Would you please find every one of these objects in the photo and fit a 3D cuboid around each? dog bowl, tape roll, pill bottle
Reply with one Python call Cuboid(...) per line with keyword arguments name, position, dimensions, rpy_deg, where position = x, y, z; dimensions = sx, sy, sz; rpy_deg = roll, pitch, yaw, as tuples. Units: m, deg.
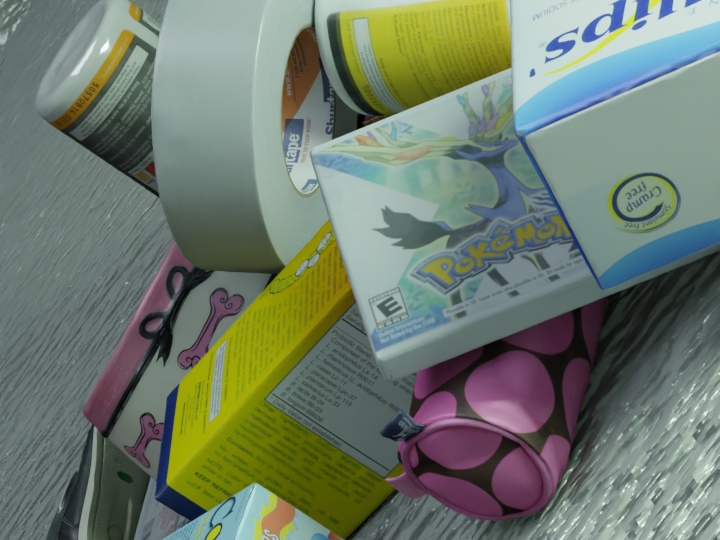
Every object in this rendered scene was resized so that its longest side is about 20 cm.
Cuboid(name="dog bowl", position=(-0.117, 0.039, 1.580), dimensions=(0.201, 0.074, 0.200), rpy_deg=(-62, 4, 8))
Cuboid(name="tape roll", position=(-0.061, -0.098, 1.437), dimensions=(0.066, 0.201, 0.201), rpy_deg=(3, 47, 16))
Cuboid(name="pill bottle", position=(-0.147, -0.117, 1.855), dimensions=(0.116, 0.200, 0.117), rpy_deg=(-46, 20, 23))
Cuboid(name="pill bottle", position=(0.081, -0.157, 1.418), dimensions=(0.199, 0.112, 0.112), rpy_deg=(-4, 48, 29))

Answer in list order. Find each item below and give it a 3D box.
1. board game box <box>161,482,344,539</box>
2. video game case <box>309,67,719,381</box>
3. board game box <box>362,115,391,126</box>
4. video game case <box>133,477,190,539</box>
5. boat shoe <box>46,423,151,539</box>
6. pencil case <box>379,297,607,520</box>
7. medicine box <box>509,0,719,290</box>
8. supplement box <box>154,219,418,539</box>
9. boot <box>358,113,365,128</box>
Cuboid(name="board game box", position=(-0.086, 0.215, 1.310), dimensions=(0.200, 0.103, 0.105), rpy_deg=(-34, 28, 48))
Cuboid(name="video game case", position=(0.083, -0.042, 1.235), dimensions=(0.199, 0.022, 0.183), rpy_deg=(-22, 41, 3))
Cuboid(name="board game box", position=(0.094, -0.166, 1.587), dimensions=(0.200, 0.046, 0.152), rpy_deg=(-15, 44, 63))
Cuboid(name="video game case", position=(-0.091, 0.122, 1.603), dimensions=(0.182, 0.023, 0.201), rpy_deg=(-43, 22, 33))
Cuboid(name="boat shoe", position=(-0.181, 0.146, 1.703), dimensions=(0.068, 0.072, 0.201), rpy_deg=(-33, 31, 39))
Cuboid(name="pencil case", position=(0.077, 0.032, 1.242), dimensions=(0.093, 0.091, 0.201), rpy_deg=(-28, 30, 44))
Cuboid(name="medicine box", position=(0.173, -0.112, 1.129), dimensions=(0.181, 0.103, 0.200), rpy_deg=(-23, 29, 17))
Cuboid(name="supplement box", position=(-0.017, 0.067, 1.379), dimensions=(0.200, 0.109, 0.110), rpy_deg=(-46, 21, 24))
Cuboid(name="boot", position=(-0.060, -0.029, 1.702), dimensions=(0.154, 0.072, 0.201), rpy_deg=(-16, 40, 59))
